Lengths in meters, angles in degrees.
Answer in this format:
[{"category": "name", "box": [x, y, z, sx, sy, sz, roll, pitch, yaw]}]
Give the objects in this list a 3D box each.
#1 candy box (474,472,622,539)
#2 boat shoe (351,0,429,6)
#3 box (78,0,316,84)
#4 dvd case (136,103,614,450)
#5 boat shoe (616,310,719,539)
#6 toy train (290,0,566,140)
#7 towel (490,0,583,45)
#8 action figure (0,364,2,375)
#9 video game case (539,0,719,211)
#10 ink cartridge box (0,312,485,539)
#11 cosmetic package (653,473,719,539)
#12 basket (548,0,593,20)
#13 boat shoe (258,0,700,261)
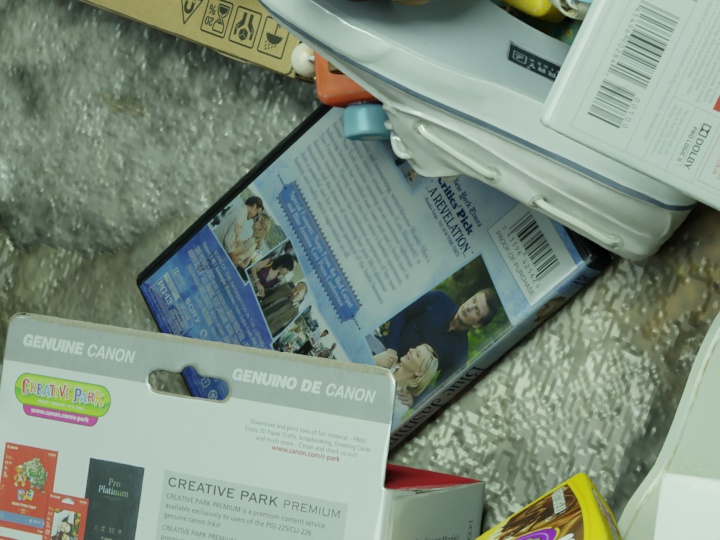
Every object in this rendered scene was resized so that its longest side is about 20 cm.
[{"category": "candy box", "box": [0.044, 0.115, 0.960, 0.102, 0.200, 0.026, -35, 90, 3]}, {"category": "boat shoe", "box": [0.018, -0.196, 1.009, 0.070, 0.070, 0.201, 18, 98, 50]}, {"category": "box", "box": [-0.071, -0.188, 1.252, 0.199, 0.021, 0.164, 23, 99, 40]}, {"category": "dvd case", "box": [0.000, 0.000, 1.184, 0.200, 0.018, 0.143, -42, 60, 24]}, {"category": "boat shoe", "box": [0.158, 0.066, 1.031, 0.075, 0.062, 0.201, 35, 105, 37]}, {"category": "toy train", "box": [0.028, -0.156, 1.129, 0.149, 0.056, 0.201, -1, 86, 29]}, {"category": "towel", "box": [0.081, -0.179, 1.156, 0.147, 0.022, 0.201, -42, 60, 23]}, {"category": "action figure", "box": [-0.203, 0.020, 1.297, 0.130, 0.069, 0.200, -50, 55, 24]}, {"category": "video game case", "box": [0.180, -0.073, 0.953, 0.199, 0.018, 0.144, 25, 99, -7]}, {"category": "ink cartridge box", "box": [-0.056, 0.115, 1.145, 0.199, 0.084, 0.177, 8, 93, 31]}, {"category": "cosmetic package", "box": [0.182, 0.119, 0.920, 0.107, 0.200, 0.085, 5, 87, 32]}, {"category": "basket", "box": [0.150, -0.179, 1.013, 0.175, 0.139, 0.201, 9, 92, -4]}, {"category": "boat shoe", "box": [0.040, -0.064, 1.082, 0.199, 0.074, 0.066, 29, 126, -1]}]
